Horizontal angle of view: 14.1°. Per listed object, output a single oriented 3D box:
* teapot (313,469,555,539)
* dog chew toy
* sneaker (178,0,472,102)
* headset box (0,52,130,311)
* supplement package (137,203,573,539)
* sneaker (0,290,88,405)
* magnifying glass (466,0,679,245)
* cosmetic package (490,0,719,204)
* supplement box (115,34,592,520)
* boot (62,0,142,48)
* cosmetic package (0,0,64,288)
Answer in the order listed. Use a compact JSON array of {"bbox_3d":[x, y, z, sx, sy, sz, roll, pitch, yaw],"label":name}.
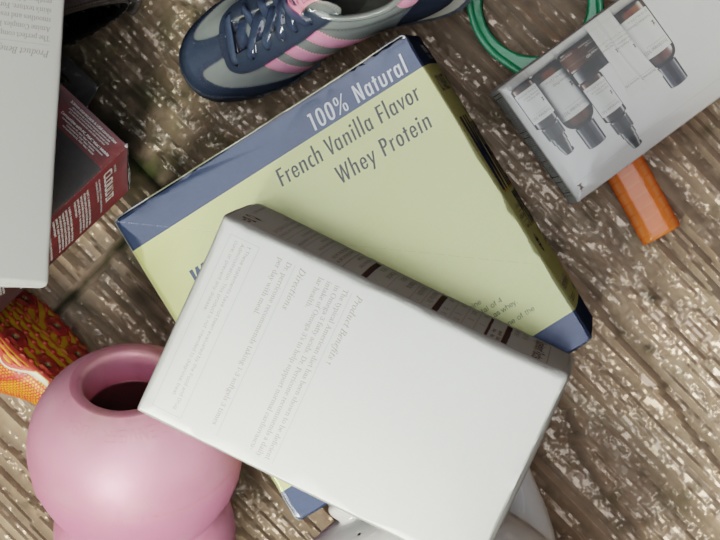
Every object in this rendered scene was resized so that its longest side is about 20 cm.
[{"bbox_3d":[0.022,0.192,1.656,0.197,0.200,0.146,-28,100,20],"label":"teapot"},{"bbox_3d":[-0.127,0.142,1.692,0.124,0.125,0.201,1,127,5],"label":"dog chew toy"},{"bbox_3d":[-0.033,-0.155,1.675,0.199,0.082,0.070,-23,77,25],"label":"sneaker"},{"bbox_3d":[-0.239,-0.056,1.687,0.149,0.075,0.200,43,73,11],"label":"headset box"},{"bbox_3d":[0.001,0.060,1.554,0.199,0.117,0.117,26,96,3],"label":"supplement package"},{"bbox_3d":[-0.245,0.039,1.743,0.199,0.073,0.077,28,115,8],"label":"sneaker"},{"bbox_3d":[0.130,-0.108,1.717,0.079,0.022,0.201,-29,89,6],"label":"magnifying glass"},{"bbox_3d":[0.180,-0.129,1.681,0.200,0.051,0.083,-37,93,-2],"label":"cosmetic package"},{"bbox_3d":[0.000,0.000,1.676,0.200,0.134,0.200,-32,91,6],"label":"supplement box"},{"bbox_3d":[-0.238,-0.189,1.663,0.199,0.069,0.175,-21,72,-35],"label":"boot"},{"bbox_3d":[-0.221,-0.093,1.577,0.101,0.074,0.201,6,88,-34],"label":"cosmetic package"}]
